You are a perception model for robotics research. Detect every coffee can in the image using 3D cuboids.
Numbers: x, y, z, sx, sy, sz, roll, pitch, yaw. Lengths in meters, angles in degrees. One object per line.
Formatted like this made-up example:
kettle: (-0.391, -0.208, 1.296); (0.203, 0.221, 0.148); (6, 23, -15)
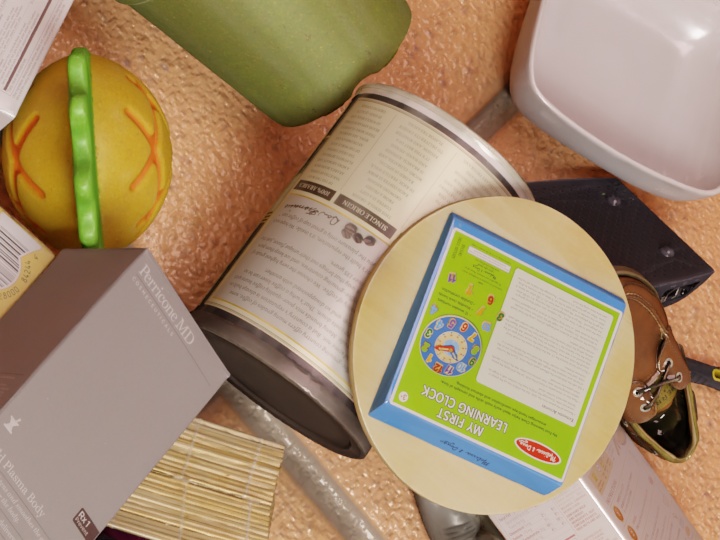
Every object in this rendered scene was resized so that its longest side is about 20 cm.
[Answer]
coffee can: (0.000, 0.000, 1.451); (0.146, 0.146, 0.200); (40, 76, -14)

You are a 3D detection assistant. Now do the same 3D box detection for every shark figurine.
shark figurine: (0.084, 0.233, 1.487); (0.089, 0.215, 0.128); (-36, 132, 3)

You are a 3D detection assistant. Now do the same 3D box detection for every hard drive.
hard drive: (0.140, -0.011, 1.591); (0.200, 0.042, 0.135); (-8, 41, -36)

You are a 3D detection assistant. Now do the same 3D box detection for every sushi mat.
sushi mat: (-0.144, 0.117, 1.360); (0.200, 0.012, 0.096); (19, 53, -11)

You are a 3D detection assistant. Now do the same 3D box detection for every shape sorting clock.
shape sorting clock: (0.083, 0.053, 1.400); (0.200, 0.039, 0.200); (1, 88, -27)

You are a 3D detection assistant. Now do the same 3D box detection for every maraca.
maraca: (-0.170, -0.072, 1.384); (0.107, 0.200, 0.137); (-7, 91, -5)

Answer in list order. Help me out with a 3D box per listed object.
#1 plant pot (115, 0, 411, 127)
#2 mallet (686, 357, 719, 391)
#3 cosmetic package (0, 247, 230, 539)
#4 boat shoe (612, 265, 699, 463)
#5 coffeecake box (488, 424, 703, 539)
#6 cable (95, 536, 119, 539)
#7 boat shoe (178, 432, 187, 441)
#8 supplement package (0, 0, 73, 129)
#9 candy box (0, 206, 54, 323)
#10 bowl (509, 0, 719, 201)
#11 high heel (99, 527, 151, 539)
plant pot: (-0.069, -0.203, 1.501); (0.190, 0.200, 0.200); (48, 57, -25)
mallet: (0.194, 0.069, 1.642); (0.200, 0.041, 0.066); (23, 63, -27)
cosmetic package: (-0.177, 0.087, 1.277); (0.200, 0.090, 0.107); (-51, 124, -30)
boat shoe: (0.200, 0.067, 1.555); (0.072, 0.200, 0.068); (-37, 54, 0)
coffeecake box: (0.148, 0.155, 1.519); (0.200, 0.073, 0.154); (54, 19, -5)
cable: (-0.176, 0.228, 1.290); (0.163, 0.200, 0.051); (-47, 134, 7)
boat shoe: (-0.192, 0.129, 1.385); (0.200, 0.069, 0.057); (-23, 61, -33)
supplement package: (-0.296, -0.173, 1.386); (0.200, 0.110, 0.114); (32, 61, -18)
candy box: (-0.275, 0.058, 1.321); (0.056, 0.117, 0.200); (41, 58, -13)
bowl: (0.202, -0.158, 1.694); (0.200, 0.075, 0.200); (28, 61, -20)
high heel: (-0.094, 0.189, 1.346); (0.096, 0.200, 0.067); (-41, 132, -29)
